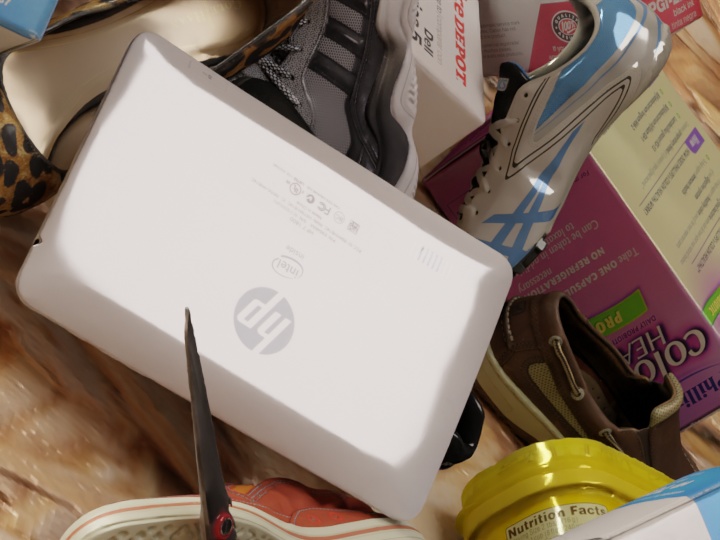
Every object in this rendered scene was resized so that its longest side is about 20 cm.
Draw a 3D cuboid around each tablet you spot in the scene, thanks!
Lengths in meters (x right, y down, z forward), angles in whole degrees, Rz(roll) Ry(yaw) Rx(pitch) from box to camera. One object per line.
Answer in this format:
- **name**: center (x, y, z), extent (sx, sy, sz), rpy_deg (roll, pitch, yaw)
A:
- **tablet**: center (-0.035, 0.004, 1.024), extent (0.200, 0.014, 0.131), rpy_deg (31, 67, -19)

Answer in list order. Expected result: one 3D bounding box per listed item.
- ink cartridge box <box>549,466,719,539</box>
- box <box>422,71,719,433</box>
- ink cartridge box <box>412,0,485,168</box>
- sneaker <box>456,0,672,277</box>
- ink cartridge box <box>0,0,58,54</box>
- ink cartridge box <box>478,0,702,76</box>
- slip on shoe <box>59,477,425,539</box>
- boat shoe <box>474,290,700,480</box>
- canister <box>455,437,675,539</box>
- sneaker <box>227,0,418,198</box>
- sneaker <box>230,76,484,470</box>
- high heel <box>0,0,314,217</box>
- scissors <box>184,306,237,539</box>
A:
- **ink cartridge box**: center (0.101, 0.183, 1.020), extent (0.199, 0.086, 0.147), rpy_deg (-21, 90, -23)
- **box**: center (0.152, -0.022, 1.435), extent (0.200, 0.097, 0.176), rpy_deg (53, 28, -5)
- **ink cartridge box**: center (-0.028, -0.158, 1.295), extent (0.200, 0.084, 0.146), rpy_deg (40, 32, -31)
- **sneaker**: center (0.085, -0.061, 1.296), extent (0.072, 0.200, 0.072), rpy_deg (33, 0, -6)
- **ink cartridge box**: center (-0.161, -0.207, 0.977), extent (0.145, 0.084, 0.201), rpy_deg (25, 82, -18)
- **ink cartridge box**: center (0.093, -0.218, 1.383), extent (0.085, 0.145, 0.201), rpy_deg (-32, 112, -40)
- **slip on shoe**: center (-0.053, 0.117, 1.001), extent (0.061, 0.074, 0.200), rpy_deg (33, 17, 37)
- **boat shoe**: center (0.143, 0.088, 1.321), extent (0.202, 0.075, 0.075), rpy_deg (42, 37, -24)
- **canister**: center (0.126, 0.198, 1.174), extent (0.148, 0.086, 0.201), rpy_deg (29, 40, -41)
- **sneaker**: center (-0.036, -0.104, 1.160), extent (0.113, 0.075, 0.201), rpy_deg (-11, 104, -31)
- **sneaker**: center (0.000, 0.000, 1.102), extent (0.076, 0.087, 0.201), rpy_deg (-46, 121, -41)
- **high heel**: center (-0.099, -0.087, 1.037), extent (0.072, 0.142, 0.200), rpy_deg (62, 26, -10)
- **scissors**: center (-0.050, 0.105, 0.941), extent (0.073, 0.014, 0.201), rpy_deg (-16, 112, -51)
